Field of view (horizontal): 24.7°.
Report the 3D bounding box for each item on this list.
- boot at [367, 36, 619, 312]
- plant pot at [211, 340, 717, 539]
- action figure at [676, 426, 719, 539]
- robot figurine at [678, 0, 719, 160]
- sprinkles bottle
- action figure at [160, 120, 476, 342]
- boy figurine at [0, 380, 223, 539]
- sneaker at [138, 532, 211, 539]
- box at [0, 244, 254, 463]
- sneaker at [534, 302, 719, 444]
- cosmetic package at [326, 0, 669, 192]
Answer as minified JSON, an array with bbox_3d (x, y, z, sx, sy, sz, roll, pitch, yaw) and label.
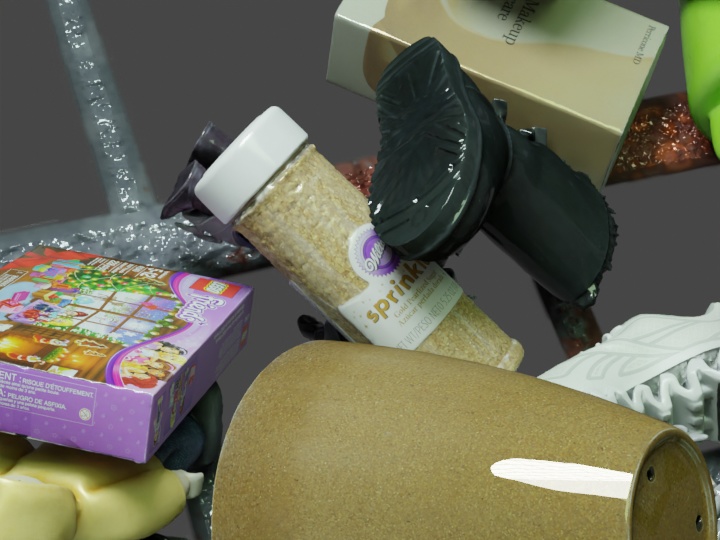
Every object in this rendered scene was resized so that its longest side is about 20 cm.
[{"bbox_3d":[0.082,-0.035,0.945,0.162,0.073,0.199,41,25,-26],"label":"boot"},{"bbox_3d":[0.063,0.124,0.793,0.199,0.187,0.187,-4,50,36],"label":"plant pot"},{"bbox_3d":[0.178,0.155,0.862,0.069,0.130,0.200,-37,88,-9],"label":"action figure"},{"bbox_3d":[0.269,-0.157,1.076,0.175,0.116,0.201,22,53,-25],"label":"robot figurine"},{"bbox_3d":[0.000,0.000,0.917,0.200,0.068,0.068,44,62,-5],"label":"sprinkles bottle"},{"bbox_3d":[-0.017,-0.017,0.990,0.199,0.069,0.131,28,52,-5],"label":"action figure"},{"bbox_3d":[-0.148,0.102,0.843,0.124,0.065,0.200,14,16,19],"label":"boy figurine"},{"bbox_3d":[-0.088,0.173,0.856,0.198,0.083,0.071,-12,61,-14],"label":"sneaker"},{"bbox_3d":[-0.147,0.038,0.878,0.136,0.039,0.200,11,16,7],"label":"box"},{"bbox_3d":[0.151,0.071,0.961,0.199,0.076,0.081,-12,42,-12],"label":"sneaker"},{"bbox_3d":[0.088,-0.141,1.072,0.199,0.071,0.106,22,59,7],"label":"cosmetic package"}]
